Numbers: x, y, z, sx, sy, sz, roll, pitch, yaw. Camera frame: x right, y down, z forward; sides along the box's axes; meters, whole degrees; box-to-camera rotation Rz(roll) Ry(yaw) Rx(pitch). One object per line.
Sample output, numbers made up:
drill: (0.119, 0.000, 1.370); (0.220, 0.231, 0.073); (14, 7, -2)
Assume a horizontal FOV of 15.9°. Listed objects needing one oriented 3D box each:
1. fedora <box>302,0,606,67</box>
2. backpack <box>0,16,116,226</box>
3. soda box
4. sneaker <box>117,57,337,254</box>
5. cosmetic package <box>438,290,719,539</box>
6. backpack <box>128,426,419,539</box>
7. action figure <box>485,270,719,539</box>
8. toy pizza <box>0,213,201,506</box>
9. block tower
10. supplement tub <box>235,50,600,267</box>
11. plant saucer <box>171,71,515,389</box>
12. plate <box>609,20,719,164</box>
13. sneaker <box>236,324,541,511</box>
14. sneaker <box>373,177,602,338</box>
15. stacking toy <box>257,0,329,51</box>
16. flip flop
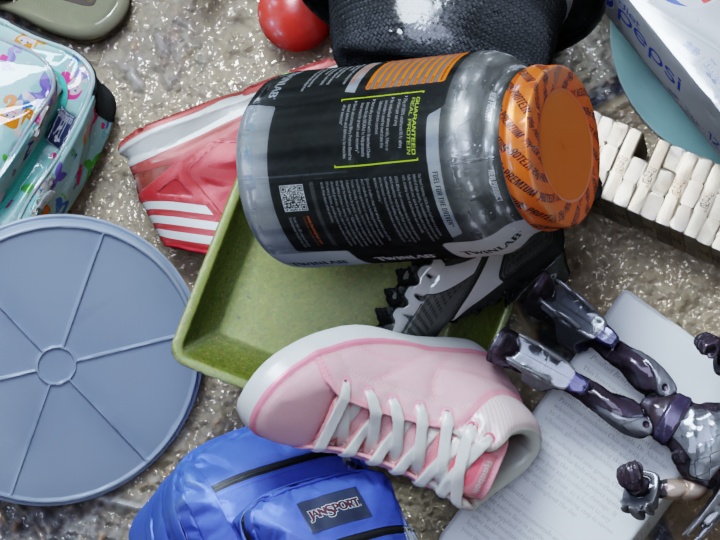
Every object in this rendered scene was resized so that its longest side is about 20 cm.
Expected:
fedora: (0.053, -0.152, 1.617); (0.200, 0.201, 0.092); (3, 62, 10)
backpack: (-0.277, -0.077, 1.719); (0.177, 0.151, 0.201); (25, 86, 12)
soda box: (0.198, -0.171, 1.633); (0.063, 0.068, 0.200); (-34, 71, -6)
sneaker: (-0.053, -0.070, 1.728); (0.199, 0.078, 0.116); (-20, 92, 2)
cosmetic package: (0.150, 0.125, 1.636); (0.101, 0.071, 0.200); (37, 85, 14)
backpack: (-0.037, 0.189, 1.596); (0.162, 0.168, 0.201); (-11, 63, -35)
action figure: (0.177, 0.083, 1.571); (0.200, 0.069, 0.130); (32, 74, 9)
toy pizza: (-0.202, 0.058, 1.684); (0.199, 0.032, 0.201); (-5, 108, -15)
block tower: (0.186, -0.056, 1.683); (0.199, 0.054, 0.058); (23, 82, 14)
supplement tub: (0.035, -0.067, 1.548); (0.199, 0.122, 0.123); (-3, 75, 32)
plant saucer: (0.000, 0.000, 1.672); (0.199, 0.048, 0.201); (22, 86, -8)
plate: (0.265, -0.164, 1.712); (0.199, 0.026, 0.201); (-2, 77, 9)
sneaker: (0.028, 0.092, 1.549); (0.105, 0.200, 0.076); (51, 126, 37)
sneaker: (0.084, -0.004, 1.627); (0.090, 0.066, 0.200); (37, 83, -6)
stacking toy: (0.028, -0.187, 1.734); (0.199, 0.085, 0.086); (-8, 75, 14)
flip flop: (-0.255, -0.213, 1.788); (0.199, 0.058, 0.081); (21, 81, 13)
